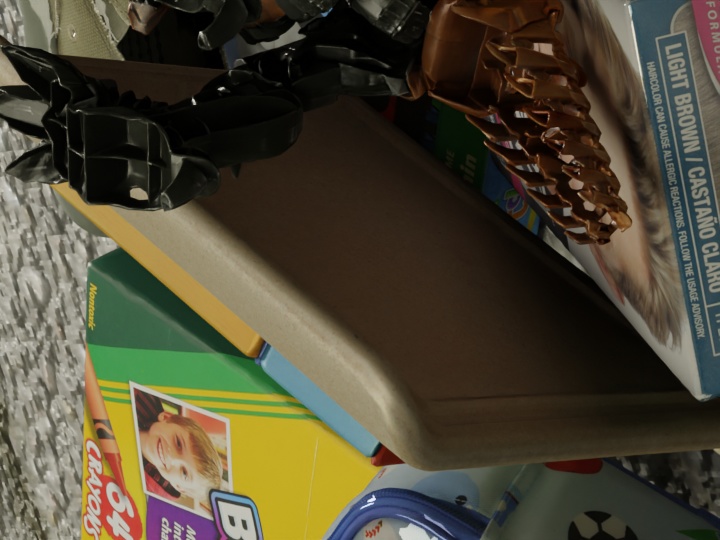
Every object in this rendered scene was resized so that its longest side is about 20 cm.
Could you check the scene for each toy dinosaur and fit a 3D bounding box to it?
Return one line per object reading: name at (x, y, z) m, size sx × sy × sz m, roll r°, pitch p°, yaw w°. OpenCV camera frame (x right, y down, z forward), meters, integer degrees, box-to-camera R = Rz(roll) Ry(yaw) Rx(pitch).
toy dinosaur at (-0.010, -0.076, 0.709) m, size 0.200 × 0.135 × 0.103 m, roll 22°, pitch 121°, yaw 47°

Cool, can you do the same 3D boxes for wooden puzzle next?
wooden puzzle at (0.000, 0.000, 0.803) m, size 0.185 × 0.200 × 0.037 m, roll 40°, pitch 107°, yaw 30°

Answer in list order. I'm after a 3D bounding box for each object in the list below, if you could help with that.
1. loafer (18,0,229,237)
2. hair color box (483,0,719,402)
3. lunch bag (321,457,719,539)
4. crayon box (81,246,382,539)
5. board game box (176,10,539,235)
loafer at (-0.071, -0.106, 0.928) m, size 0.069 × 0.075 × 0.201 m, roll 5°, pitch 119°, yaw 37°
hair color box at (0.075, -0.052, 0.763) m, size 0.200 × 0.060 × 0.101 m, roll -124°, pitch 20°, yaw -69°
lunch bag at (0.069, 0.142, 0.917) m, size 0.200 × 0.076 × 0.161 m, roll 36°, pitch 134°, yaw 5°
crayon box at (-0.025, 0.107, 1.065) m, size 0.172 × 0.058 × 0.201 m, roll 34°, pitch 135°, yaw 34°
board game box at (-0.022, -0.064, 0.973) m, size 0.200 × 0.036 × 0.152 m, roll 37°, pitch 137°, yaw 33°
